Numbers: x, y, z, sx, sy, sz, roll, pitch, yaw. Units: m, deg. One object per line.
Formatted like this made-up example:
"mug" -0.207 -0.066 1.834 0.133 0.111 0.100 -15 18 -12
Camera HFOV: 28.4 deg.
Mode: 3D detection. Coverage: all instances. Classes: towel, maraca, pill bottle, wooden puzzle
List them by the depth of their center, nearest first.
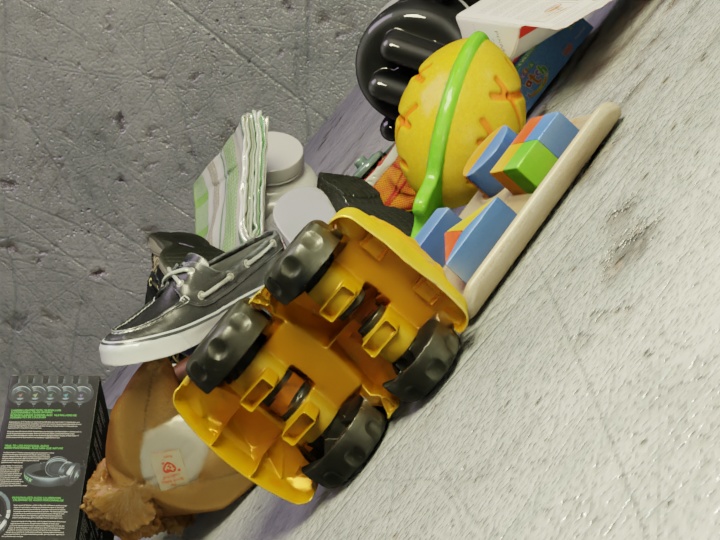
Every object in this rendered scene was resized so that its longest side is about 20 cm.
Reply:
"wooden puzzle" 0.095 -0.048 1.065 0.186 0.046 0.200 -53 9 -10
"maraca" 0.078 -0.103 1.197 0.137 0.106 0.201 50 -124 -69
"towel" -0.144 -0.064 1.496 0.200 0.030 0.150 142 133 -59
"pill bottle" -0.100 -0.052 1.610 0.113 0.112 0.201 -60 -23 -47

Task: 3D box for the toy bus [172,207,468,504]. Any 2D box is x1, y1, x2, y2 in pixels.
"toy bus" -0.015 0.036 1.018 0.200 0.136 0.192 -48 6 23

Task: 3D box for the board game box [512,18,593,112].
"board game box" 0.144 -0.181 1.400 0.152 0.037 0.200 -52 8 -1

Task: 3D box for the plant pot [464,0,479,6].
"plant pot" 0.189 -0.383 1.541 0.200 0.199 0.177 -53 20 -11

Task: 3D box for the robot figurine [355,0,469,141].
"robot figurine" 0.060 -0.224 1.477 0.150 0.125 0.200 -30 14 21

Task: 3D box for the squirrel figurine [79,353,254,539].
"squirrel figurine" -0.170 0.153 1.311 0.200 0.141 0.187 -51 9 15

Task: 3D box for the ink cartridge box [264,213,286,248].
"ink cartridge box" -0.097 0.021 1.538 0.042 0.119 0.200 -50 7 -32

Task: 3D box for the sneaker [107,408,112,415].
"sneaker" -0.219 0.163 1.510 0.200 0.140 0.078 -50 8 9

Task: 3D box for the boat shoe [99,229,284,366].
"boat shoe" -0.142 0.020 1.220 0.199 0.068 0.072 -25 19 -32

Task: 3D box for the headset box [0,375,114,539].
"headset box" -0.293 0.220 1.377 0.175 0.092 0.201 90 180 -51

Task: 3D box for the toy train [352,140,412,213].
"toy train" 0.009 -0.068 1.509 0.200 0.085 0.114 -45 1 36

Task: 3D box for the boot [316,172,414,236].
"boot" 0.000 0.000 1.315 0.200 0.067 0.131 45 126 58

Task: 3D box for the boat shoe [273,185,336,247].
"boat shoe" -0.021 0.014 1.228 0.071 0.070 0.200 -27 47 -4

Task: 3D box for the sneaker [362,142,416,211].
"sneaker" 0.063 -0.103 1.350 0.073 0.077 0.200 -46 -4 -36

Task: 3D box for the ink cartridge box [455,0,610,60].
"ink cartridge box" 0.191 -0.230 1.214 0.160 0.050 0.200 -32 24 -12

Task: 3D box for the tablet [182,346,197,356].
"tablet" -0.111 0.060 1.375 0.129 0.014 0.200 -17 -12 5

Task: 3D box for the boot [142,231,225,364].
"boot" -0.179 0.051 1.449 0.204 0.073 0.155 -142 55 -68
